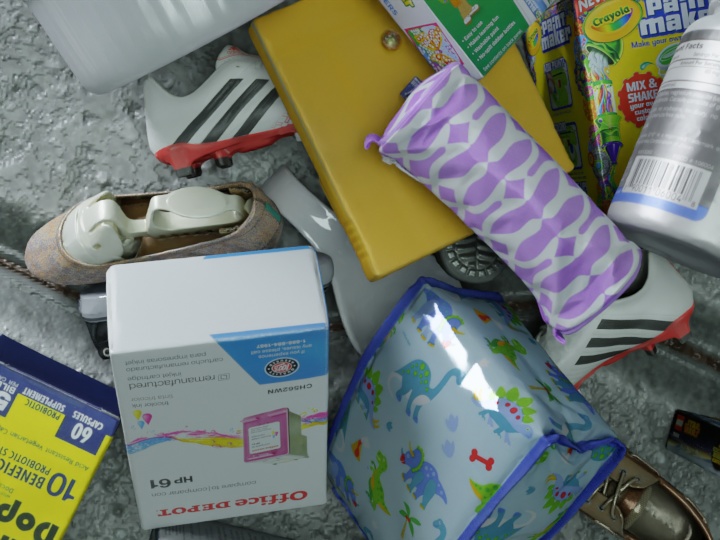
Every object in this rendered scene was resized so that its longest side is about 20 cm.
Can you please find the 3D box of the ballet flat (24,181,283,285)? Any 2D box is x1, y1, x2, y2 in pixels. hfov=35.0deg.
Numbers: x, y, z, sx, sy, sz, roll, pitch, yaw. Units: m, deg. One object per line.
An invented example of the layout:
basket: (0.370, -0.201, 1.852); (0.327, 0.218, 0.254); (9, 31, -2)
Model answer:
ballet flat: (-0.158, -0.035, 0.840); (0.199, 0.067, 0.068); (-10, 69, 2)

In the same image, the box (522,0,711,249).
box: (0.251, -0.125, 0.898); (0.199, 0.122, 0.194); (-11, 94, -9)

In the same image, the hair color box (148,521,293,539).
hair color box: (-0.066, 0.245, 0.875); (0.199, 0.099, 0.061); (15, 90, -11)

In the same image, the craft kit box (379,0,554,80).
craft kit box: (0.070, -0.263, 0.798); (0.198, 0.048, 0.200); (47, 64, -11)

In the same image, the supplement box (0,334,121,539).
supplement box: (-0.264, 0.164, 0.829); (0.108, 0.110, 0.201); (27, 89, -11)

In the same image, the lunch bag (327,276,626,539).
lunch bag: (0.066, 0.137, 0.837); (0.127, 0.170, 0.200); (14, 119, -45)

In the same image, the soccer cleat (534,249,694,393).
soccer cleat: (0.169, 0.053, 0.909); (0.199, 0.069, 0.085); (-29, 103, 7)

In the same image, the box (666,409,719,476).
box: (0.346, 0.158, 0.892); (0.136, 0.200, 0.040); (15, 91, -11)

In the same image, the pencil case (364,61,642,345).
pencil case: (0.096, -0.048, 0.762); (0.200, 0.084, 0.086); (44, 100, -4)

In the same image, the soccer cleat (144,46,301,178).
soccer cleat: (-0.066, -0.134, 0.859); (0.199, 0.069, 0.086); (-17, 94, 0)

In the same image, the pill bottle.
pill bottle: (0.257, -0.103, 0.780); (0.113, 0.114, 0.201); (24, 88, -11)

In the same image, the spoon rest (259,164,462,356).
spoon rest: (0.000, 0.000, 0.892); (0.200, 0.061, 0.099); (43, 86, -9)

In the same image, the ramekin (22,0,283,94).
ramekin: (-0.131, -0.203, 0.790); (0.200, 0.200, 0.098); (-30, 106, -7)

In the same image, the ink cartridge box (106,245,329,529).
ink cartridge box: (-0.097, 0.089, 0.815); (0.144, 0.085, 0.201); (-6, 136, -8)

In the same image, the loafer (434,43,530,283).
loafer: (0.082, -0.085, 0.871); (0.075, 0.070, 0.201); (12, 77, -11)

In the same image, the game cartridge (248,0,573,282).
game cartridge: (0.039, -0.117, 0.817); (0.176, 0.032, 0.201); (-25, 89, -16)

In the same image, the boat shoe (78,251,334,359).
boat shoe: (-0.113, 0.026, 0.857); (0.199, 0.069, 0.057); (-9, 104, 12)

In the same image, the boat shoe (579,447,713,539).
boat shoe: (0.210, 0.177, 0.934); (0.199, 0.072, 0.076); (30, 88, -11)
